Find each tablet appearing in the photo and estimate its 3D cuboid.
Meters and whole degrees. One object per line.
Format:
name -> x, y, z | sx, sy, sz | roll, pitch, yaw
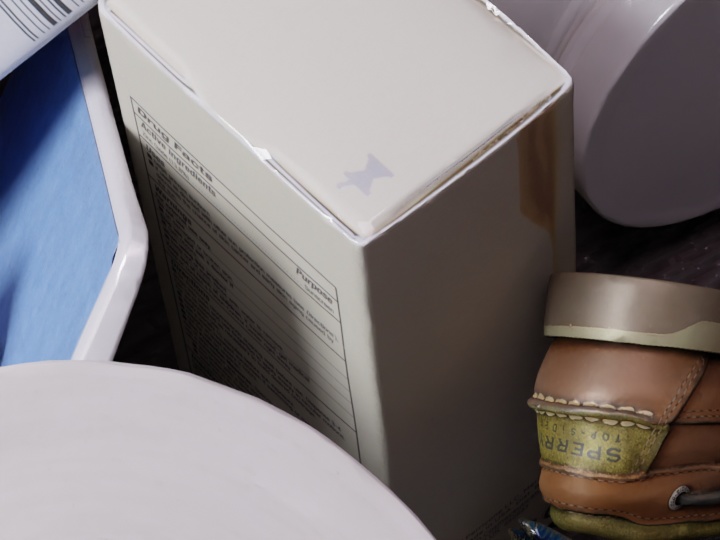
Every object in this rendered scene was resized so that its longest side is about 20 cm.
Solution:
tablet -> -0.091, 0.007, 0.787 | 0.014, 0.130, 0.200 | 18, 20, -19

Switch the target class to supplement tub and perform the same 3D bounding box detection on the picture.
supplement tub -> 0.061, -0.125, 0.886 | 0.144, 0.145, 0.200 | -29, 60, -14

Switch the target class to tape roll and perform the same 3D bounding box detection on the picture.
tape roll -> -0.064, 0.122, 0.633 | 0.202, 0.071, 0.203 | 6, 73, -19

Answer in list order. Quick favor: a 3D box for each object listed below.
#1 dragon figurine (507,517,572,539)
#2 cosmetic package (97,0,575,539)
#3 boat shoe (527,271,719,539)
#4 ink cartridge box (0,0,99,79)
dragon figurine -> 0.070, 0.128, 0.774 | 0.199, 0.059, 0.100 | 14, 60, 14
cosmetic package -> 0.000, 0.000, 0.778 | 0.071, 0.200, 0.105 | -37, 63, -19
boat shoe -> 0.118, 0.048, 0.780 | 0.072, 0.200, 0.068 | 3, 83, 53
ink cartridge box -> -0.100, -0.097, 0.834 | 0.196, 0.043, 0.200 | -36, 16, 25
